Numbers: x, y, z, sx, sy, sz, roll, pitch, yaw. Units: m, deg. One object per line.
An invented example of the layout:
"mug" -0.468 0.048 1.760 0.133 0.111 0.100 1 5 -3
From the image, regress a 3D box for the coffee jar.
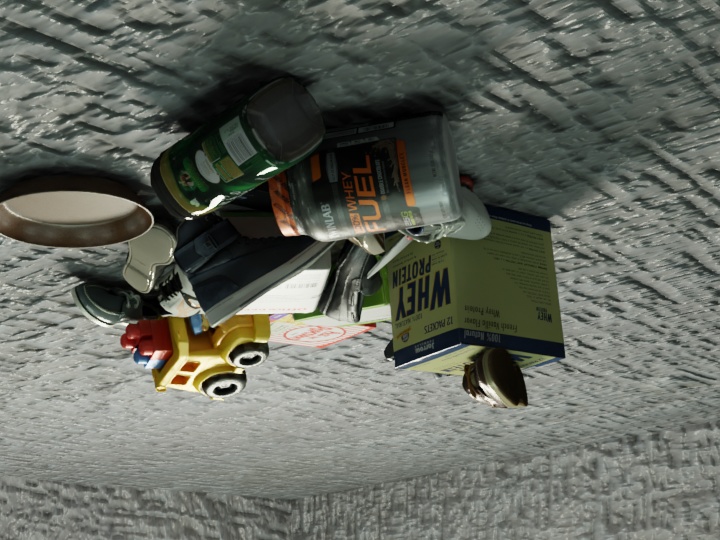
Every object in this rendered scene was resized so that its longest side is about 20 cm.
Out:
"coffee jar" -0.133 -0.123 1.318 0.200 0.086 0.104 -23 -167 48

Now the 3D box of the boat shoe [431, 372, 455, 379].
"boat shoe" 0.107 0.065 1.813 0.093 0.201 0.075 -25 -177 29

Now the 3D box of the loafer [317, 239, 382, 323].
"loafer" 0.000 0.000 1.722 0.070 0.068 0.201 24 137 0

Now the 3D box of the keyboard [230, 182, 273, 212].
"keyboard" -0.137 -0.103 1.519 0.199 0.021 0.127 10 164 -41

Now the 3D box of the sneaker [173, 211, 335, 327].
"sneaker" -0.137 -0.043 1.574 0.202 0.147 0.077 -31 176 -13

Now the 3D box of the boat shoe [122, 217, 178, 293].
"boat shoe" -0.272 -0.033 1.673 0.067 0.057 0.200 36 150 -4

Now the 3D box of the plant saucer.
"plant saucer" -0.353 -0.074 1.540 0.199 0.035 0.200 -3 163 -1

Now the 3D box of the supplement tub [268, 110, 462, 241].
"supplement tub" 0.006 -0.100 1.381 0.199 0.123 0.123 -10 162 10

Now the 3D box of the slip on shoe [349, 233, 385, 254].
"slip on shoe" -0.024 -0.072 1.545 0.060 0.076 0.200 -15 158 16

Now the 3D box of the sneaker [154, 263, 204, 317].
"sneaker" -0.240 0.026 1.724 0.080 0.074 0.200 -11 163 -13

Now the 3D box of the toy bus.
"toy bus" -0.250 0.095 1.878 0.191 0.136 0.200 7 143 -31

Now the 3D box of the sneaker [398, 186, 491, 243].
"sneaker" 0.080 -0.065 1.524 0.199 0.087 0.075 14 128 -33

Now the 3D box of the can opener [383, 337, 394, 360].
"can opener" 0.107 0.059 1.875 0.200 0.079 0.063 -44 169 -1

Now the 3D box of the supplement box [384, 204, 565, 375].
"supplement box" 0.153 0.029 1.699 0.199 0.201 0.134 10 158 -37

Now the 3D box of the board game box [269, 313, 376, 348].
"board game box" -0.097 0.078 2.052 0.199 0.047 0.151 10 158 -37

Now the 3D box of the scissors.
"scissors" 0.077 -0.051 1.614 0.073 0.014 0.200 8 134 -25

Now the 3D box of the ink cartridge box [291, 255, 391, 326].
"ink cartridge box" -0.003 0.036 1.902 0.147 0.076 0.200 -10 171 18

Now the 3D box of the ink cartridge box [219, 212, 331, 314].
"ink cartridge box" -0.123 -0.008 1.714 0.145 0.084 0.200 0 162 -9

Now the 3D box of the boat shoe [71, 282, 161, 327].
"boat shoe" -0.352 0.047 1.890 0.062 0.073 0.200 -34 152 18

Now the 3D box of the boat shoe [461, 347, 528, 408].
"boat shoe" 0.166 0.147 1.631 0.072 0.072 0.200 -12 166 14
